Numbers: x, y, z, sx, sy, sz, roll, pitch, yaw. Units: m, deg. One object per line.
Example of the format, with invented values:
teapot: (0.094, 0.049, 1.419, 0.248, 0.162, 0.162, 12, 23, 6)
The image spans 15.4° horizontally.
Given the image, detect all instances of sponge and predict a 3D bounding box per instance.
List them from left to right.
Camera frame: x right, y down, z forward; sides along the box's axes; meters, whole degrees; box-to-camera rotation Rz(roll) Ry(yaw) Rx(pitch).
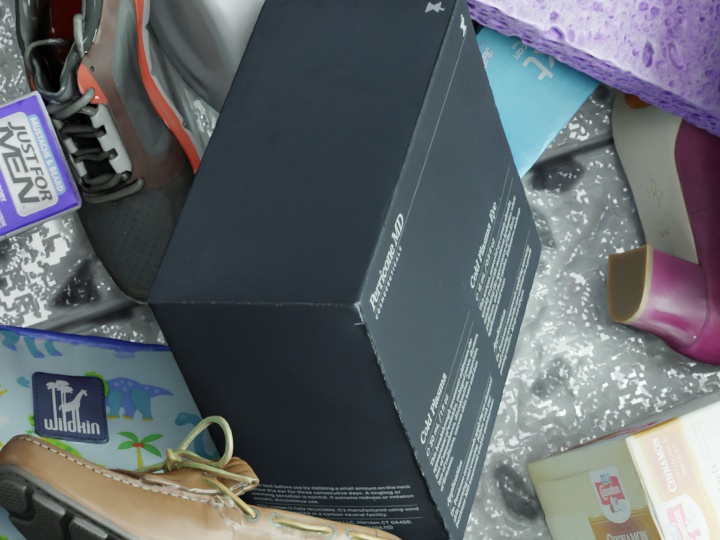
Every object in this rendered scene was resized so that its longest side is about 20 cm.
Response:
sponge: (0.137, -0.150, 1.347, 0.199, 0.030, 0.112, 22, 73, -27)

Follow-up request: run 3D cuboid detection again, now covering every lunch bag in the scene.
lunch bag: (-0.147, 0.124, 1.268, 0.169, 0.127, 0.201, 8, 67, -16)

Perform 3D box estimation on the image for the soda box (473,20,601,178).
soda box: (0.098, -0.121, 1.397, 0.068, 0.064, 0.200, 42, 74, -6)

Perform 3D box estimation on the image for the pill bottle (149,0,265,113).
pill bottle: (-0.007, -0.170, 1.351, 0.199, 0.111, 0.112, -32, 91, -18)

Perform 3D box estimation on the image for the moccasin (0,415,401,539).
moccasin: (-0.067, 0.113, 1.193, 0.200, 0.074, 0.078, 19, 64, -12)

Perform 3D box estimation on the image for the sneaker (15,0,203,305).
sneaker: (-0.134, -0.074, 1.298, 0.077, 0.082, 0.201, -13, 96, 26)

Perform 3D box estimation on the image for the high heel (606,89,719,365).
high heel: (0.187, -0.052, 1.420, 0.095, 0.067, 0.201, 19, 67, -33)

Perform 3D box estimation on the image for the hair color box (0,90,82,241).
hair color box: (-0.241, -0.018, 1.262, 0.199, 0.109, 0.065, -21, 94, -18)

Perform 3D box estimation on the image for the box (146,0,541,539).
box: (0.000, 0.000, 1.250, 0.103, 0.183, 0.201, 1, 48, 20)

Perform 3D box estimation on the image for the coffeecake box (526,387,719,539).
coffeecake box: (0.205, 0.090, 1.349, 0.199, 0.153, 0.074, -20, 87, -17)
